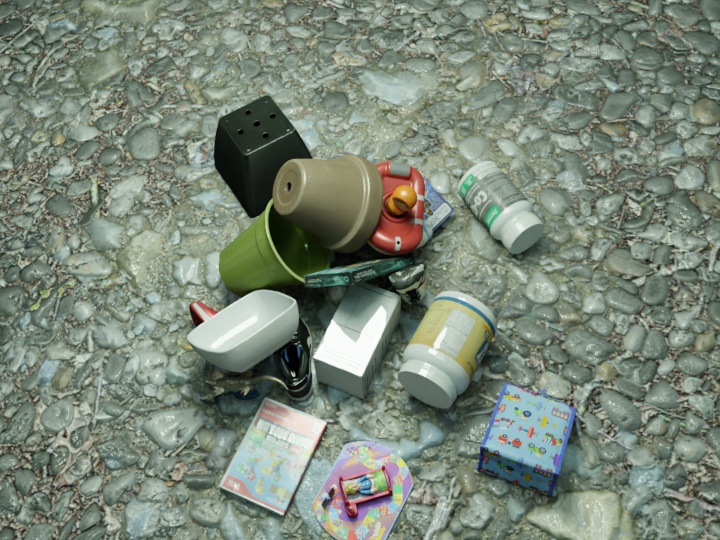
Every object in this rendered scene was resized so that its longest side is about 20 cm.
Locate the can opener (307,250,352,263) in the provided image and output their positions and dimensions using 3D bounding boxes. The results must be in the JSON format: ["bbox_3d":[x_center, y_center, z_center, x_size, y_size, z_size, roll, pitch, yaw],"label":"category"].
[{"bbox_3d":[-0.050,-0.055,1.822,0.199,0.053,0.067,-31,62,-16],"label":"can opener"}]

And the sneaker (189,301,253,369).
[{"bbox_3d":[-0.265,0.120,1.724,0.115,0.079,0.200,-38,76,-29],"label":"sneaker"}]

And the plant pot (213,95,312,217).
[{"bbox_3d":[-0.229,-0.284,1.902,0.199,0.178,0.200,-29,61,-16],"label":"plant pot"}]

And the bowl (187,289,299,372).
[{"bbox_3d":[-0.225,0.125,1.599,0.199,0.075,0.199,-34,25,-26],"label":"bowl"}]

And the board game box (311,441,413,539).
[{"bbox_3d":[0.006,0.415,1.535,0.157,0.039,0.201,24,63,17],"label":"board game box"}]

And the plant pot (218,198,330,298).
[{"bbox_3d":[-0.196,-0.030,1.726,0.189,0.199,0.202,-26,51,32],"label":"plant pot"}]

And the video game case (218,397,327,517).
[{"bbox_3d":[-0.169,0.361,1.591,0.142,0.018,0.201,19,61,14],"label":"video game case"}]

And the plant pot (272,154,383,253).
[{"bbox_3d":[-0.080,-0.148,1.642,0.174,0.200,0.202,11,48,-38],"label":"plant pot"}]

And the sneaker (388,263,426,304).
[{"bbox_3d":[0.109,0.030,1.687,0.073,0.200,0.081,-15,89,12],"label":"sneaker"}]

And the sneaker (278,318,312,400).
[{"bbox_3d":[-0.134,0.152,1.654,0.072,0.112,0.201,-10,58,-4],"label":"sneaker"}]

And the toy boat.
[{"bbox_3d":[0.078,-0.134,1.662,0.129,0.131,0.202,7,77,-14],"label":"toy boat"}]

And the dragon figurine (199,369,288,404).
[{"bbox_3d":[-0.235,0.227,1.621,0.198,0.099,0.059,-9,76,7],"label":"dragon figurine"}]

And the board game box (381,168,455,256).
[{"bbox_3d":[0.102,-0.119,1.832,0.135,0.034,0.200,46,65,2],"label":"board game box"}]

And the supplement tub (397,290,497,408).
[{"bbox_3d":[0.173,0.158,1.625,0.144,0.145,0.201,24,63,17],"label":"supplement tub"}]

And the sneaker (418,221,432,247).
[{"bbox_3d":[0.085,-0.140,1.780,0.080,0.076,0.201,-23,85,-32],"label":"sneaker"}]

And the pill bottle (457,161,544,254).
[{"bbox_3d":[0.316,-0.141,1.822,0.112,0.113,0.201,-27,60,-14],"label":"pill bottle"}]

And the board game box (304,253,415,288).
[{"bbox_3d":[0.000,0.000,1.659,0.134,0.028,0.199,-6,7,43],"label":"board game box"}]

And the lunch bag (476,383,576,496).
[{"bbox_3d":[0.327,0.306,1.568,0.149,0.095,0.201,17,51,16],"label":"lunch bag"}]

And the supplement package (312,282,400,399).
[{"bbox_3d":[-0.005,0.139,1.666,0.113,0.110,0.201,20,61,14],"label":"supplement package"}]
